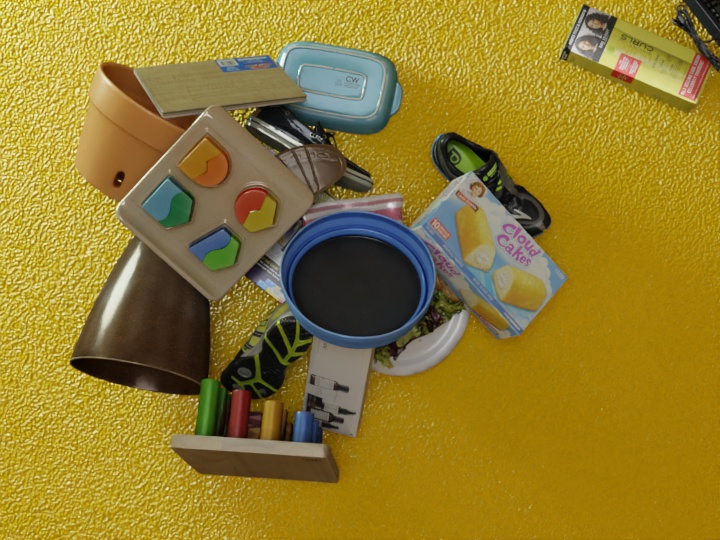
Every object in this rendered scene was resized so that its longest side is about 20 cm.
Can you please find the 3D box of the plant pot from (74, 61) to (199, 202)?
[{"bbox_3d":[-0.300,-0.175,1.555,0.200,0.200,0.140,35,106,6],"label":"plant pot"}]

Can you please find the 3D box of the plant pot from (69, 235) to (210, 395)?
[{"bbox_3d":[-0.280,0.050,1.546,0.186,0.187,0.201,9,72,5],"label":"plant pot"}]

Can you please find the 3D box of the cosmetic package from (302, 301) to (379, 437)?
[{"bbox_3d":[-0.027,0.130,1.514,0.082,0.051,0.201,12,127,4],"label":"cosmetic package"}]

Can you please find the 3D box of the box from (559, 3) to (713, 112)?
[{"bbox_3d":[0.384,-0.295,1.576,0.199,0.050,0.075,25,86,5],"label":"box"}]

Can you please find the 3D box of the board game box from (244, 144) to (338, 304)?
[{"bbox_3d":[-0.105,-0.051,1.589,0.200,0.057,0.166,38,87,6],"label":"board game box"}]

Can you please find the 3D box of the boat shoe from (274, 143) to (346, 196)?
[{"bbox_3d":[-0.113,-0.113,1.534,0.199,0.065,0.072,-22,83,1],"label":"boat shoe"}]

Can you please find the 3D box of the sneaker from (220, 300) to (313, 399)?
[{"bbox_3d":[-0.120,0.107,1.547,0.075,0.077,0.200,35,128,-17],"label":"sneaker"}]

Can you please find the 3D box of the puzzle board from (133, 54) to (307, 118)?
[{"bbox_3d":[-0.192,-0.249,1.537,0.199,0.151,0.017,-10,125,-22],"label":"puzzle board"}]

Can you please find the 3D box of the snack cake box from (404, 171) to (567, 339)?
[{"bbox_3d":[0.168,-0.019,1.523,0.200,0.067,0.115,47,70,-8],"label":"snack cake box"}]

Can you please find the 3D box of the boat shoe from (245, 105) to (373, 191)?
[{"bbox_3d":[-0.064,-0.176,1.582,0.200,0.075,0.062,31,77,-3],"label":"boat shoe"}]

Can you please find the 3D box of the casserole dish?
[{"bbox_3d":[-0.039,-0.264,1.610,0.199,0.039,0.122,11,87,4],"label":"casserole dish"}]

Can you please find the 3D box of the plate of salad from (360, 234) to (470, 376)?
[{"bbox_3d":[0.065,0.048,1.538,0.199,0.048,0.201,-4,101,-20],"label":"plate of salad"}]

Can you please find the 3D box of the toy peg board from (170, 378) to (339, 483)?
[{"bbox_3d":[-0.131,0.213,1.508,0.198,0.200,0.098,3,71,4],"label":"toy peg board"}]

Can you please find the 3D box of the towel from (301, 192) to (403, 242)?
[{"bbox_3d":[0.000,0.000,1.544,0.146,0.030,0.201,-10,103,-16],"label":"towel"}]

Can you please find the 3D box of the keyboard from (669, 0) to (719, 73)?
[{"bbox_3d":[0.499,-0.327,1.558,0.127,0.021,0.200,-33,83,-31],"label":"keyboard"}]

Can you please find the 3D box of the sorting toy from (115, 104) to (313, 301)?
[{"bbox_3d":[-0.190,-0.084,1.474,0.185,0.036,0.200,42,98,-13],"label":"sorting toy"}]

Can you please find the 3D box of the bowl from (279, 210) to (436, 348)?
[{"bbox_3d":[-0.004,0.013,1.451,0.200,0.039,0.201,3,54,-3],"label":"bowl"}]

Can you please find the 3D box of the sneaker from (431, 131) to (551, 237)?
[{"bbox_3d":[0.177,-0.117,1.560,0.200,0.083,0.071,43,85,5],"label":"sneaker"}]
